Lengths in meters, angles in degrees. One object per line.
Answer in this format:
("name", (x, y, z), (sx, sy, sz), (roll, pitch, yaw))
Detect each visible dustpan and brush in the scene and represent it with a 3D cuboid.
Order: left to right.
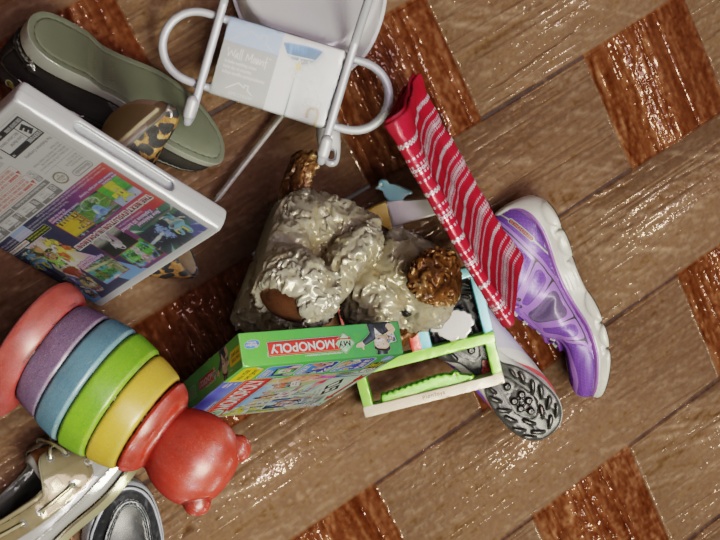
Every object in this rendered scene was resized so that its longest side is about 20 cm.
("dustpan and brush", (-0.036, -0.189, 1.341), (0.139, 0.057, 0.201), (-6, 72, -9))

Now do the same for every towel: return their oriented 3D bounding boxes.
("towel", (0.081, -0.062, 1.321), (0.022, 0.145, 0.201), (-27, 104, 17))

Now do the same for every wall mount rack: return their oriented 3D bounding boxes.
("wall mount rack", (-0.061, -0.185, 1.271), (0.199, 0.075, 0.175), (16, 100, -4))

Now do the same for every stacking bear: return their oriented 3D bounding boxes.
("stacking bear", (-0.183, 0.109, 1.245), (0.200, 0.114, 0.122), (35, 66, 5))

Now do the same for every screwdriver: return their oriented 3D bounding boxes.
("screwdriver", (-0.061, -0.135, 1.365), (0.029, 0.028, 0.201), (31, 80, 5))

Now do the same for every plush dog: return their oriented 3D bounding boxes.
("plush dog", (0.000, 0.000, 1.317), (0.171, 0.200, 0.161), (20, 72, -8))

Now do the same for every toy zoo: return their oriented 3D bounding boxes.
("toy zoo", (0.042, 0.017, 1.402), (0.130, 0.020, 0.201), (-15, 95, 2))

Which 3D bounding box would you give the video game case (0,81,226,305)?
("video game case", (-0.227, -0.052, 1.220), (0.182, 0.200, 0.023), (33, 55, -23))

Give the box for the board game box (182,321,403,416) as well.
("board game box", (-0.064, 0.084, 1.302), (0.134, 0.200, 0.029), (-5, 75, -23))

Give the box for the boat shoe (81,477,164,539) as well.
("boat shoe", (-0.197, 0.277, 1.336), (0.071, 0.068, 0.201), (5, 94, -24))

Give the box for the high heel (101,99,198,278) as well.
("high heel", (-0.152, -0.061, 1.256), (0.142, 0.200, 0.072), (32, 55, -21))

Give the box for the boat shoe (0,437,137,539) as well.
("boat shoe", (-0.243, 0.170, 1.300), (0.068, 0.075, 0.200), (44, 77, -23))

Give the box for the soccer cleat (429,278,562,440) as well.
("soccer cleat", (0.108, 0.069, 1.454), (0.068, 0.073, 0.200), (-41, 93, 6))

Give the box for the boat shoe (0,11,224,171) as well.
("boat shoe", (-0.201, -0.135, 1.291), (0.201, 0.060, 0.072), (32, 40, -31))

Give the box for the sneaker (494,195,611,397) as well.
("sneaker", (0.170, 0.031, 1.476), (0.083, 0.081, 0.201), (-25, 99, -2))
